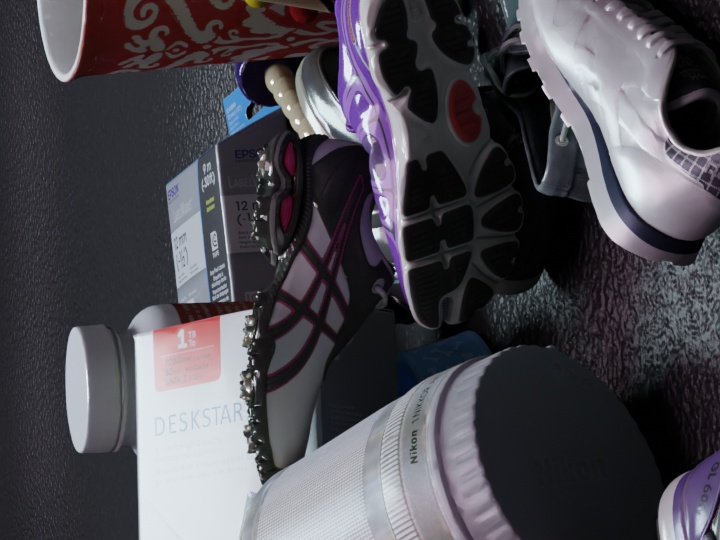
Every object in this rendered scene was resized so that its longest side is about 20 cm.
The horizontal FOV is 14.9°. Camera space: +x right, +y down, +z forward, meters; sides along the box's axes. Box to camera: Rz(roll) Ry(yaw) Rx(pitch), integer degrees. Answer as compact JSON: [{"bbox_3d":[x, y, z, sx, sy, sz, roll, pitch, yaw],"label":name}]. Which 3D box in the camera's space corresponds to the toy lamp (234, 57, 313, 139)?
[{"bbox_3d":[-0.042,-0.110,1.903,0.200,0.058,0.058,-120,32,-50],"label":"toy lamp"}]

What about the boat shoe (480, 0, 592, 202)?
[{"bbox_3d":[0.100,-0.115,1.496,0.073,0.062,0.201,105,154,-47],"label":"boat shoe"}]

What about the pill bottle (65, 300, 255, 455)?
[{"bbox_3d":[-0.094,0.077,1.857,0.112,0.199,0.113,179,90,-74],"label":"pill bottle"}]

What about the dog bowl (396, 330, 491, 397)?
[{"bbox_3d":[0.037,0.118,1.732,0.200,0.049,0.112,116,145,-55],"label":"dog bowl"}]

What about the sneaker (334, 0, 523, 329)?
[{"bbox_3d":[0.032,-0.069,1.521,0.083,0.080,0.201,10,112,62],"label":"sneaker"}]

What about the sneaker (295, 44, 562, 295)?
[{"bbox_3d":[0.050,-0.089,1.587,0.200,0.075,0.106,44,134,22],"label":"sneaker"}]

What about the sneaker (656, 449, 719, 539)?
[{"bbox_3d":[0.192,0.172,1.282,0.088,0.075,0.201,131,132,-55],"label":"sneaker"}]

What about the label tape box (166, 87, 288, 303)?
[{"bbox_3d":[-0.097,-0.046,2.052,0.143,0.066,0.201,150,113,-68],"label":"label tape box"}]

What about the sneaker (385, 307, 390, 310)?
[{"bbox_3d":[-0.040,0.072,1.767,0.076,0.075,0.200,43,133,19],"label":"sneaker"}]

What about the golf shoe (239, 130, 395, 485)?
[{"bbox_3d":[-0.023,0.023,1.548,0.077,0.088,0.201,171,105,-85],"label":"golf shoe"}]

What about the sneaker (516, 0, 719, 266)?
[{"bbox_3d":[0.143,-0.099,1.390,0.081,0.076,0.200,-58,44,41],"label":"sneaker"}]

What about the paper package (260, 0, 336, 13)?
[{"bbox_3d":[-0.087,-0.261,1.544,0.104,0.190,0.201,126,147,-53],"label":"paper package"}]

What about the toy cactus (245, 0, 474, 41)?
[{"bbox_3d":[-0.017,-0.175,1.704,0.165,0.102,0.200,53,173,-38],"label":"toy cactus"}]

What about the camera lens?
[{"bbox_3d":[0.045,0.147,1.472,0.200,0.160,0.161,-34,59,38],"label":"camera lens"}]

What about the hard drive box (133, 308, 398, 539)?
[{"bbox_3d":[-0.055,0.129,1.646,0.155,0.077,0.201,-14,73,40],"label":"hard drive box"}]

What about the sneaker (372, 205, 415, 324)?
[{"bbox_3d":[0.000,0.000,1.778,0.200,0.075,0.080,156,107,-69],"label":"sneaker"}]

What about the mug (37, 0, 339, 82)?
[{"bbox_3d":[-0.102,-0.210,1.838,0.178,0.199,0.134,109,150,-46],"label":"mug"}]
